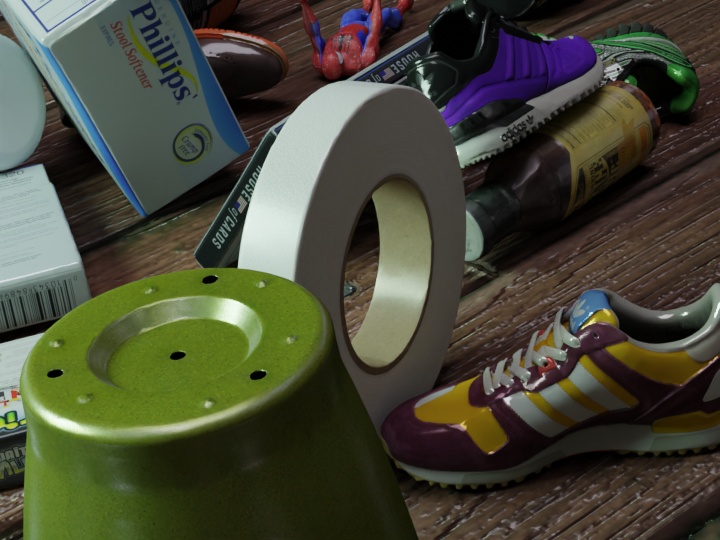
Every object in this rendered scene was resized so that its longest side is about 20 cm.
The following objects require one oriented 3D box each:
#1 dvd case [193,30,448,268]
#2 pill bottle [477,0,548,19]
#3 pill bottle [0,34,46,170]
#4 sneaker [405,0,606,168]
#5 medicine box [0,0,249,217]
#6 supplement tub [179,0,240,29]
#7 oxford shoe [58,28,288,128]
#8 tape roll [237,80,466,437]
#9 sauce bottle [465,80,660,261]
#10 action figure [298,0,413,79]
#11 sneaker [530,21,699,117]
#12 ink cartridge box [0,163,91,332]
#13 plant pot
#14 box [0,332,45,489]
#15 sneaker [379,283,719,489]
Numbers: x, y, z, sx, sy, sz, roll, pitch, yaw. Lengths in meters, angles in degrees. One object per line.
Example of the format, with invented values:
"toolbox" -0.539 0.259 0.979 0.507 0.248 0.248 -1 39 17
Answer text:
"dvd case" -0.019 -0.086 1.105 0.025 0.151 0.199 47 49 9
"pill bottle" 0.179 -0.318 1.488 0.111 0.113 0.199 16 37 38
"pill bottle" -0.349 -0.119 1.257 0.198 0.107 0.106 -7 24 37
"sneaker" 0.096 -0.143 1.083 0.069 0.100 0.200 -22 9 40
"medicine box" -0.193 -0.175 1.198 0.102 0.183 0.200 -34 46 -8
"supplement tub" -0.185 -0.262 1.474 0.121 0.124 0.200 6 31 25
"oxford shoe" -0.157 -0.150 1.338 0.197 0.072 0.073 -7 48 13
"tape roll" 0.000 0.000 0.864 0.037 0.205 0.203 8 32 27
"sauce bottle" 0.129 -0.066 1.094 0.066 0.067 0.199 18 40 40
"action figure" -0.005 -0.237 1.412 0.064 0.100 0.201 0 32 17
"sneaker" 0.161 -0.138 1.200 0.198 0.079 0.085 -15 29 -12
"ink cartridge box" -0.298 -0.003 1.120 0.194 0.044 0.200 -15 26 -12
"plant pot" -0.063 0.112 0.684 0.198 0.195 0.201 -7 29 4
"box" -0.217 0.085 0.942 0.198 0.035 0.110 -14 29 -10
"sneaker" 0.105 0.053 0.853 0.197 0.091 0.075 -10 28 -3
